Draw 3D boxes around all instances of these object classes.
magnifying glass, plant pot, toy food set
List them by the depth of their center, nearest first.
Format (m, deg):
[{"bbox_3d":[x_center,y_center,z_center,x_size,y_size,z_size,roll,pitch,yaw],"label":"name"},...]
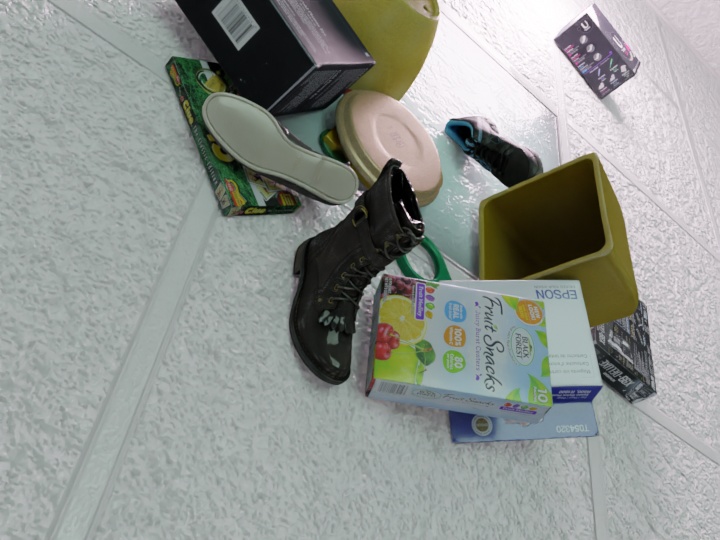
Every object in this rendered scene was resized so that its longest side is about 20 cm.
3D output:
[{"bbox_3d":[0.113,0.032,0.935,0.200,0.022,0.080,53,40,0],"label":"magnifying glass"},{"bbox_3d":[0.037,-0.173,0.978,0.198,0.049,0.200,47,41,-9],"label":"toy food set"},{"bbox_3d":[0.311,-0.014,1.039,0.200,0.194,0.196,42,40,-35],"label":"plant pot"},{"bbox_3d":[0.036,-0.368,1.040,0.200,0.142,0.200,25,49,-32],"label":"plant pot"}]

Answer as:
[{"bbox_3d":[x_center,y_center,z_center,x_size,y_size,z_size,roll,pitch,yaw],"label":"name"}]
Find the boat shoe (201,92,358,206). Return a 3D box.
[{"bbox_3d":[-0.095,-0.131,0.791,0.200,0.057,0.067,29,82,-24],"label":"boat shoe"}]

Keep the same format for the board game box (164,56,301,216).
[{"bbox_3d":[-0.147,-0.156,0.806,0.105,0.023,0.200,-10,70,-46],"label":"board game box"}]

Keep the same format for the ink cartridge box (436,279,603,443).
[{"bbox_3d":[0.198,0.108,0.867,0.196,0.043,0.200,0,64,-12],"label":"ink cartridge box"}]

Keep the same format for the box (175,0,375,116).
[{"bbox_3d":[-0.104,-0.303,0.863,0.200,0.104,0.182,55,29,0],"label":"box"}]

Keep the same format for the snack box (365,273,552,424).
[{"bbox_3d":[0.112,0.088,0.798,0.200,0.053,0.142,10,54,-5],"label":"snack box"}]

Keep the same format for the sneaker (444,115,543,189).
[{"bbox_3d":[0.211,-0.186,1.119,0.082,0.073,0.200,-1,36,-35],"label":"sneaker"}]

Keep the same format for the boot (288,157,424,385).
[{"bbox_3d":[0.000,0.000,0.722,0.069,0.174,0.200,16,53,-37],"label":"boot"}]

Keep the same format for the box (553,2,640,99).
[{"bbox_3d":[0.600,-0.555,1.757,0.200,0.106,0.122,48,40,-7],"label":"box"}]

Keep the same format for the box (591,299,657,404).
[{"bbox_3d":[0.424,0.099,1.171,0.158,0.050,0.200,36,43,-21],"label":"box"}]
